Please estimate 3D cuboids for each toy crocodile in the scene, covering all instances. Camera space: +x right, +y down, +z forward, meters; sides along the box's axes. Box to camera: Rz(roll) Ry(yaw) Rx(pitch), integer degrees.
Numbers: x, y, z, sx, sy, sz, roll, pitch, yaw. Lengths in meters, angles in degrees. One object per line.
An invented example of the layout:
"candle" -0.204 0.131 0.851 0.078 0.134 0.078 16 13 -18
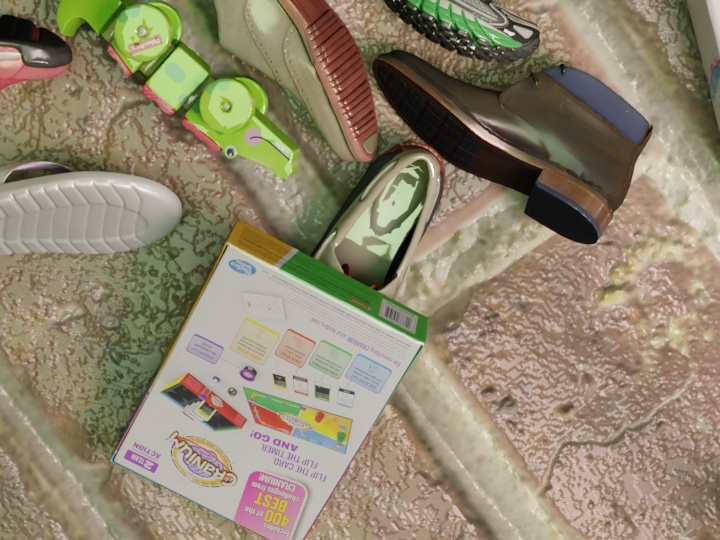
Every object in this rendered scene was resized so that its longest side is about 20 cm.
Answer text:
"toy crocodile" -0.122 -0.130 1.301 0.200 0.068 0.062 41 100 -5

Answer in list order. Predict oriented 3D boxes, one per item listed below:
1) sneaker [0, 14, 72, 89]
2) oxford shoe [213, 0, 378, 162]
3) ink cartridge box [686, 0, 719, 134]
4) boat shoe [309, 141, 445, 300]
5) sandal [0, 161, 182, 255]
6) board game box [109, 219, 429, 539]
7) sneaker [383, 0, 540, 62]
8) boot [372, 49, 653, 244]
"sneaker" -0.295 -0.125 1.303 0.200 0.074 0.087 -5 112 2
"oxford shoe" -0.053 -0.158 1.308 0.074 0.071 0.200 -25 95 22
"ink cartridge box" 0.313 -0.159 1.304 0.145 0.088 0.200 -16 97 0
"boat shoe" 0.000 0.000 1.326 0.071 0.063 0.200 28 97 -8
"sandal" -0.227 -0.050 1.314 0.202 0.082 0.050 -4 55 0
"board game box" -0.065 0.084 1.314 0.153 0.040 0.200 28 115 -6
"sneaker" 0.044 -0.214 1.275 0.200 0.078 0.085 40 90 8
"boot" 0.109 -0.112 1.325 0.200 0.075 0.097 37 70 2
